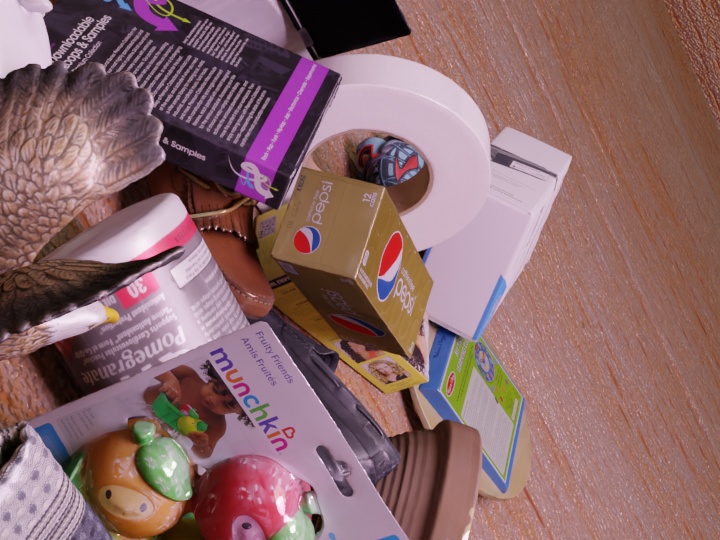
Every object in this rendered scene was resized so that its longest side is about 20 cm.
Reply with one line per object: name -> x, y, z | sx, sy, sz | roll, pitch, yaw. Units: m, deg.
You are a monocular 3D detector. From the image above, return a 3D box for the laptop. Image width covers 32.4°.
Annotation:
laptop -> -0.027, -0.270, 0.932 | 0.188, 0.115, 0.200 | 60, 29, -18

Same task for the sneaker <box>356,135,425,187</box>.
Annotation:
sneaker -> 0.023, -0.075, 1.170 | 0.096, 0.079, 0.200 | 46, 28, -7

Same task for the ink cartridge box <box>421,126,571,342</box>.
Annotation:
ink cartridge box -> 0.130, -0.042, 1.227 | 0.084, 0.146, 0.200 | 26, 27, 10

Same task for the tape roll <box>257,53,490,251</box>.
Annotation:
tape roll -> 0.005, -0.087, 0.990 | 0.203, 0.201, 0.037 | 44, 37, -39

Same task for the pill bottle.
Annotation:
pill bottle -> -0.114, 0.064, 0.769 | 0.201, 0.110, 0.111 | 62, 29, -14

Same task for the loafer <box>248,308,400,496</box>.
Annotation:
loafer -> -0.048, 0.074, 0.861 | 0.070, 0.068, 0.201 | -22, 58, -30

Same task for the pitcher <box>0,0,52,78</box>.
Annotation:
pitcher -> -0.215, -0.156, 0.667 | 0.121, 0.170, 0.202 | 17, 56, -66

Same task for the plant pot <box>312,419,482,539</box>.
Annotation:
plant pot -> 0.011, 0.194, 0.883 | 0.092, 0.202, 0.202 | 20, 41, -3

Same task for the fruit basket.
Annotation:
fruit basket -> -0.087, 0.138, 0.675 | 0.186, 0.198, 0.094 | 59, 29, -21

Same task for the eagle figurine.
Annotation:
eagle figurine -> -0.173, 0.008, 0.594 | 0.151, 0.201, 0.151 | 39, 34, 7

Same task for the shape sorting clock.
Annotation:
shape sorting clock -> 0.103, 0.125, 1.195 | 0.200, 0.039, 0.202 | 40, 36, -39

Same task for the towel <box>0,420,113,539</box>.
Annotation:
towel -> -0.174, 0.197, 0.549 | 0.201, 0.034, 0.194 | -56, 146, -30

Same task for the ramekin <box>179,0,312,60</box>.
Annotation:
ramekin -> -0.092, -0.253, 1.032 | 0.200, 0.097, 0.202 | 40, 40, -44

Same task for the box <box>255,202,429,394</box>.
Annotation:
box -> -0.012, 0.026, 1.044 | 0.200, 0.050, 0.076 | 40, 40, -43

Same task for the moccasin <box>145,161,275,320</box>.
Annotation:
moccasin -> -0.100, -0.056, 0.857 | 0.073, 0.077, 0.203 | 28, 33, -47

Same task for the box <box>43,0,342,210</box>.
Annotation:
box -> -0.123, -0.129, 0.844 | 0.198, 0.036, 0.144 | 25, 39, -3

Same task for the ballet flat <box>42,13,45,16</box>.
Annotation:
ballet flat -> -0.220, -0.211, 0.822 | 0.201, 0.068, 0.064 | -79, 165, -51

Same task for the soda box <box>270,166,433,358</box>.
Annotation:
soda box -> 0.000, 0.000, 0.898 | 0.200, 0.063, 0.068 | 57, 49, -68
